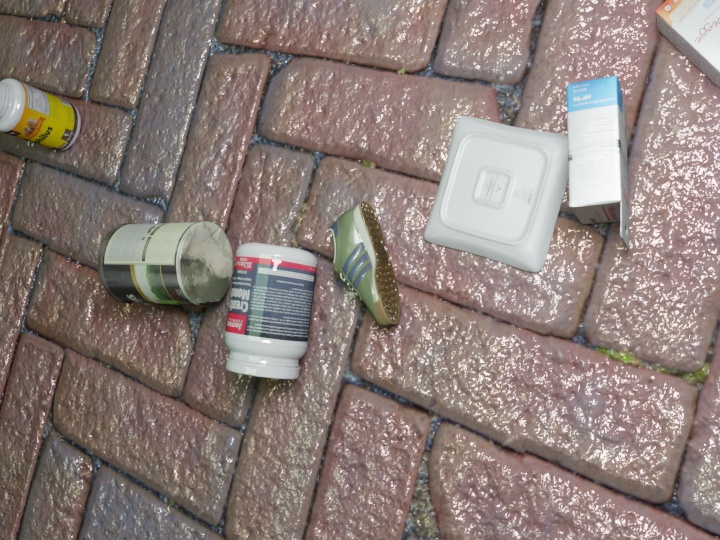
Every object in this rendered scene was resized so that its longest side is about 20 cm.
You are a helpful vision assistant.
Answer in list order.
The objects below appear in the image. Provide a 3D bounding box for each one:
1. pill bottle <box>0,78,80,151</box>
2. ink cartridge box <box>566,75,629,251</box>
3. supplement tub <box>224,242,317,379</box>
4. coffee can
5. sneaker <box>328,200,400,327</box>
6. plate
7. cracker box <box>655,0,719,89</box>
[{"bbox_3d":[-0.703,-0.332,1.393,0.107,0.199,0.113,-4,81,27],"label":"pill bottle"},{"bbox_3d":[0.315,-0.133,0.871,0.066,0.115,0.206,-3,81,27],"label":"ink cartridge box"},{"bbox_3d":[-0.147,0.065,1.077,0.137,0.140,0.206,5,85,28],"label":"supplement tub"},{"bbox_3d":[-0.351,-0.013,1.192,0.195,0.145,0.151,1,83,28],"label":"coffee can"},{"bbox_3d":[0.000,0.000,1.055,0.088,0.066,0.206,-23,73,31],"label":"sneaker"},{"bbox_3d":[0.201,-0.120,0.978,0.196,0.032,0.205,18,91,28],"label":"plate"},{"bbox_3d":[0.494,-0.304,0.832,0.134,0.057,0.202,-42,67,17],"label":"cracker box"}]
